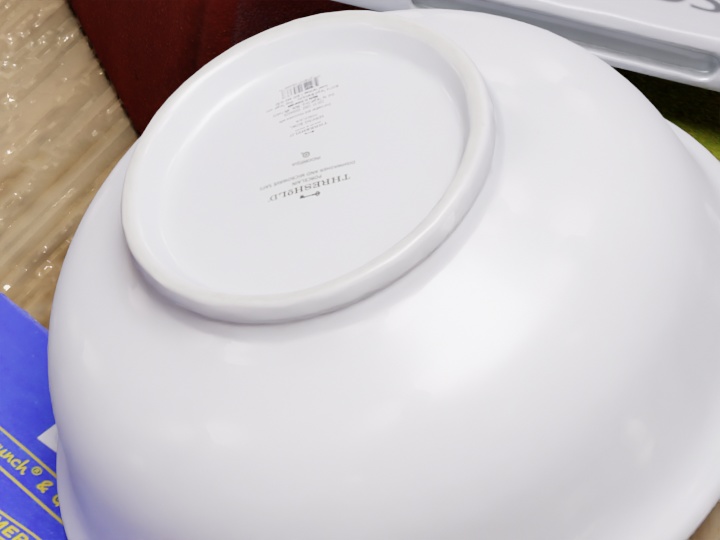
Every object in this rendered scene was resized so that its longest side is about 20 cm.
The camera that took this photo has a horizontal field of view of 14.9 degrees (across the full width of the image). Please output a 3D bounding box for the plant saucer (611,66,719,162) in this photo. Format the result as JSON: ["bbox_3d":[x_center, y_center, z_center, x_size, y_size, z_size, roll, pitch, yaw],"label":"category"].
[{"bbox_3d":[0.127,-0.018,0.807,0.199,0.048,0.200,2,33,-34],"label":"plant saucer"}]

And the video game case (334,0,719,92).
[{"bbox_3d":[0.065,-0.136,0.816,0.181,0.022,0.201,13,46,-6],"label":"video game case"}]

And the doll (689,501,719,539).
[{"bbox_3d":[0.069,0.062,0.797,0.136,0.049,0.200,-16,14,-5],"label":"doll"}]

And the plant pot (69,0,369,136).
[{"bbox_3d":[-0.010,-0.135,0.931,0.199,0.177,0.201,-12,52,-25],"label":"plant pot"}]

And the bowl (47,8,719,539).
[{"bbox_3d":[0.000,0.000,0.695,0.200,0.091,0.202,-12,47,13],"label":"bowl"}]

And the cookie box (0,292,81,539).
[{"bbox_3d":[-0.113,0.120,0.723,0.171,0.075,0.200,38,49,24],"label":"cookie box"}]
